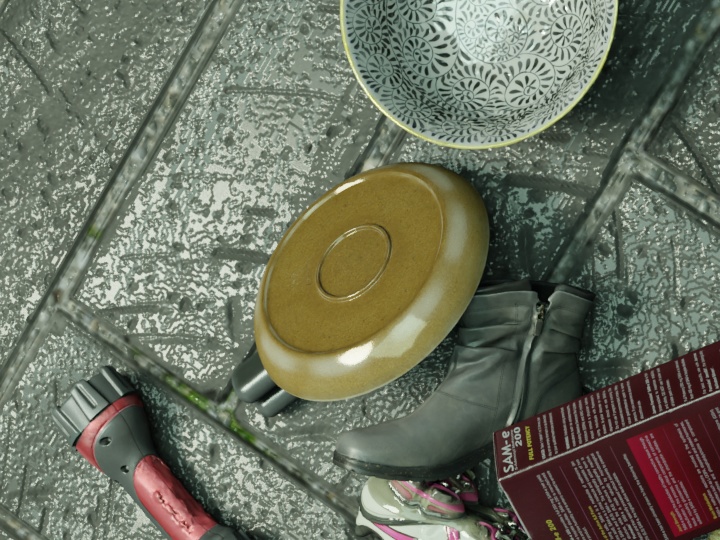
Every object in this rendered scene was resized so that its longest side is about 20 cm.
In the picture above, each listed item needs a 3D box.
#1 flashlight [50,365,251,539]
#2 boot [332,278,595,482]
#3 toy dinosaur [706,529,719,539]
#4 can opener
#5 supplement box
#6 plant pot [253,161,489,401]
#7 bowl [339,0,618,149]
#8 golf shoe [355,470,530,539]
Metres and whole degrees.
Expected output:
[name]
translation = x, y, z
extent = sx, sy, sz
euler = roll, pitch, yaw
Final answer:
[flashlight]
translation = -0.147, 0.164, 1.602
extent = 0.200, 0.068, 0.068
euler = 47, 106, 14
[boot]
translation = 0.070, 0.071, 1.489
extent = 0.198, 0.070, 0.133
euler = -7, 104, -26
[toy dinosaur]
translation = 0.291, 0.195, 1.472
extent = 0.101, 0.058, 0.201
euler = 26, 96, 17
[can opener]
translation = -0.012, 0.030, 1.579
extent = 0.200, 0.053, 0.067
euler = -42, 44, 11
[supplement box]
translation = 0.201, 0.129, 1.446
extent = 0.199, 0.061, 0.109
euler = -23, 118, 12
[plant pot]
translation = 0.000, 0.000, 1.518
extent = 0.199, 0.027, 0.201
euler = -23, 45, 25
[bowl]
translation = 0.094, -0.184, 1.520
extent = 0.199, 0.094, 0.203
euler = 0, 89, 18
[golf shoe]
translation = 0.084, 0.210, 1.535
extent = 0.200, 0.072, 0.093
euler = 38, 118, 20
